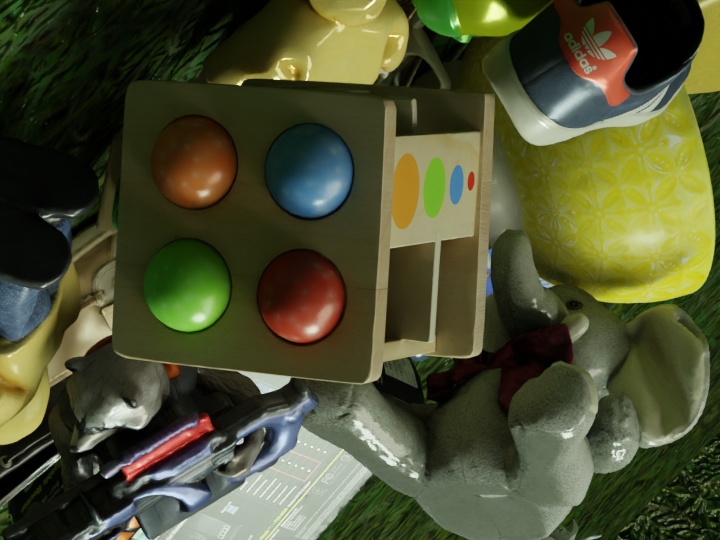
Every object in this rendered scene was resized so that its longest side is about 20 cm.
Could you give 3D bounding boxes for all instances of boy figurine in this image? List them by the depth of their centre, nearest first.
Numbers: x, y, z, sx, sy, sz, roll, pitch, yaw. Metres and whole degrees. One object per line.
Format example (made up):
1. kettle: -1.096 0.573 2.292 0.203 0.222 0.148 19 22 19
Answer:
1. boy figurine: -0.164 0.017 1.369 0.200 0.064 0.124 116 -6 -59
2. boy figurine: -0.031 -0.108 1.459 0.124 0.064 0.200 -16 146 -32

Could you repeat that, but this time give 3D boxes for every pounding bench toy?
1. pounding bench toy: -0.061 -0.024 1.343 0.156 0.200 0.124 -9 103 -67

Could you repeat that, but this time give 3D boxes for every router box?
1. router box: -0.083 0.101 1.649 0.150 0.062 0.200 24 120 -30

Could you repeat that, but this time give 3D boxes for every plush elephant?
1. plush elephant: 0.088 0.057 1.544 0.200 0.165 0.155 52 45 -45

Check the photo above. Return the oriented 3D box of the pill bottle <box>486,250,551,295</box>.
1. pill bottle: 0.105 -0.031 1.955 0.112 0.112 0.200 -40 163 -30

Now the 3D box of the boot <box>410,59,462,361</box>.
1. boot: 0.045 -0.038 1.726 0.200 0.073 0.090 -61 158 -49

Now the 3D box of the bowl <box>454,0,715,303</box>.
1. bowl: 0.100 -0.064 1.607 0.108 0.200 0.200 -20 158 -13

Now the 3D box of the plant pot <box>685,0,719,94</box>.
1. plant pot: 0.206 -0.214 1.650 0.200 0.194 0.196 -39 164 -14

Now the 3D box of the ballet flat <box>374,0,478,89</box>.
1. ballet flat: 0.034 -0.130 1.585 0.200 0.065 0.071 -56 161 24

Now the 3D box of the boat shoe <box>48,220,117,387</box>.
1. boat shoe: -0.114 0.011 1.510 0.200 0.069 0.074 -41 163 -28

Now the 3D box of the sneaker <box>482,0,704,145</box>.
1. sneaker: 0.138 -0.115 1.430 0.084 0.075 0.200 -33 -179 30

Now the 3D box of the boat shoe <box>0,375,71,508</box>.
1. boat shoe: -0.212 0.129 1.532 0.200 0.066 0.070 -46 165 -11

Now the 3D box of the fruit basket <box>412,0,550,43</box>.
1. fruit basket: 0.088 -0.211 1.407 0.215 0.156 0.216 -26 176 -2

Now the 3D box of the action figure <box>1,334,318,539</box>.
1. action figure: -0.127 0.094 1.409 0.200 0.105 0.194 -28 158 -17
